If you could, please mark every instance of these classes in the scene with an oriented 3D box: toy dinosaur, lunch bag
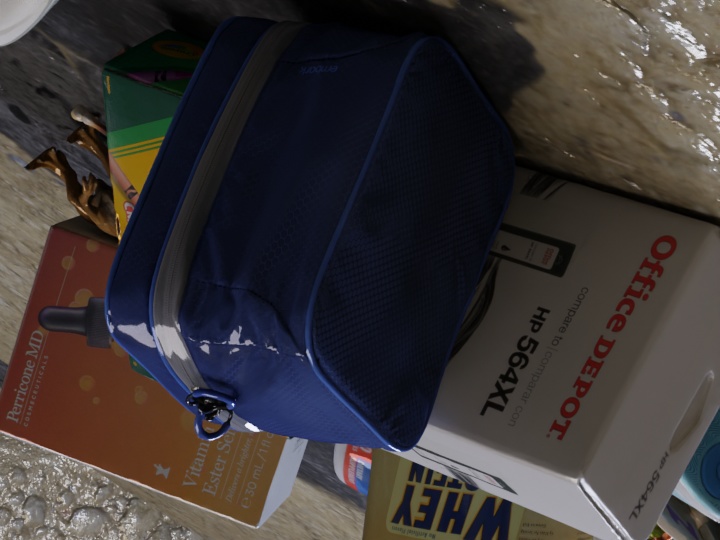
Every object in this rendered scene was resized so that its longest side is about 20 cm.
[{"bbox_3d":[-0.169,-0.046,1.442,0.106,0.060,0.200,53,179,-11],"label":"toy dinosaur"},{"bbox_3d":[-0.030,-0.012,0.998,0.132,0.200,0.136,9,154,31],"label":"lunch bag"}]

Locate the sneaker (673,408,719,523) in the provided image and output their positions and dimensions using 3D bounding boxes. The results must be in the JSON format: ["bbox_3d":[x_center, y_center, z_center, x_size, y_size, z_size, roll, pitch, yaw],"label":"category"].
[{"bbox_3d":[0.149,0.073,1.208,0.200,0.080,0.131,44,160,-13],"label":"sneaker"}]

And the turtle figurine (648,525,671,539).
[{"bbox_3d":[0.168,0.178,1.566,0.161,0.064,0.200,29,147,-5],"label":"turtle figurine"}]

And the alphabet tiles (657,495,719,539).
[{"bbox_3d":[0.226,0.165,1.285,0.196,0.015,0.200,41,-165,-23],"label":"alphabet tiles"}]

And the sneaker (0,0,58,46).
[{"bbox_3d":[-0.214,-0.168,1.117,0.200,0.071,0.080,14,156,50],"label":"sneaker"}]

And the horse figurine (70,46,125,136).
[{"bbox_3d":[-0.094,-0.058,1.302,0.132,0.050,0.200,29,170,29],"label":"horse figurine"}]

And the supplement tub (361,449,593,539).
[{"bbox_3d":[0.073,0.158,1.329,0.144,0.201,0.144,6,180,0],"label":"supplement tub"}]

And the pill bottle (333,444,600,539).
[{"bbox_3d":[0.091,0.136,1.471,0.200,0.112,0.112,24,165,21],"label":"pill bottle"}]

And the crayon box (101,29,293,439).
[{"bbox_3d":[-0.071,-0.019,1.168,0.119,0.058,0.200,21,129,30],"label":"crayon box"}]

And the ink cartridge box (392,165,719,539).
[{"bbox_3d":[0.075,0.030,1.061,0.200,0.146,0.084,18,160,37],"label":"ink cartridge box"}]

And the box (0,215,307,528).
[{"bbox_3d":[-0.128,0.065,1.473,0.200,0.153,0.106,19,-170,6],"label":"box"}]
